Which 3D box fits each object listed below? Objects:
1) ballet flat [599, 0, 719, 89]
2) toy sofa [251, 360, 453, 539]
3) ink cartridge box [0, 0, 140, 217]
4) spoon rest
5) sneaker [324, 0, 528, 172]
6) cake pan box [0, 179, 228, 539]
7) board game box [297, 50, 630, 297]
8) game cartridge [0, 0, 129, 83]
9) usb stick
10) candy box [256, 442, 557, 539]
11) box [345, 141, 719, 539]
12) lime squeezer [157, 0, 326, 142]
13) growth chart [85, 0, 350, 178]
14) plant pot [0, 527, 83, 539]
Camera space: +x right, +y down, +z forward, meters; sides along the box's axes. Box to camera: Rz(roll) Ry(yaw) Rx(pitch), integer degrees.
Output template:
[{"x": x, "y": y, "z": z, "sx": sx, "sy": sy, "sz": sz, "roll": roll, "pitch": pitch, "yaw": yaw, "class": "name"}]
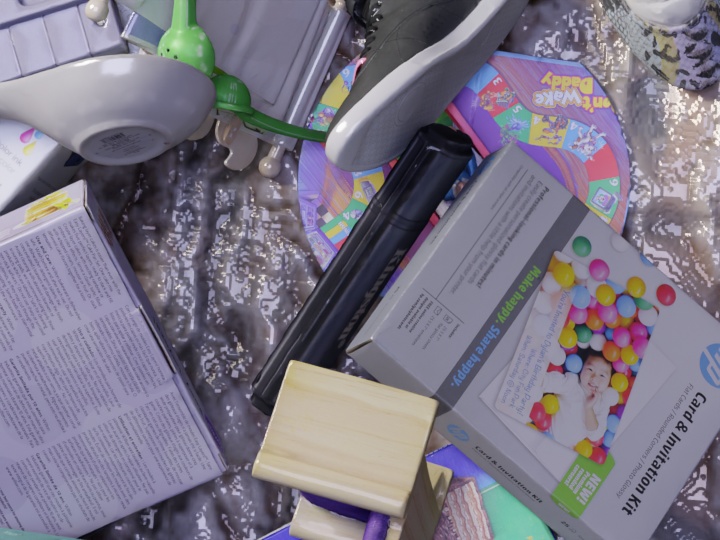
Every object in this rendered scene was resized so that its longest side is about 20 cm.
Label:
[{"x": 0.163, "y": -0.201, "z": 1.601, "sx": 0.072, "sy": 0.072, "sz": 0.200, "roll": -23, "pitch": 85, "yaw": 2, "class": "ballet flat"}, {"x": -0.005, "y": 0.123, "z": 1.449, "sx": 0.083, "sy": 0.200, "sz": 0.098, "roll": 17, "pitch": 77, "yaw": 9, "class": "toy sofa"}, {"x": -0.205, "y": -0.133, "z": 1.612, "sx": 0.145, "sy": 0.088, "sz": 0.200, "roll": 43, "pitch": 88, "yaw": 7, "class": "ink cartridge box"}, {"x": -0.175, "y": -0.082, "z": 1.518, "sx": 0.200, "sy": 0.099, "sz": 0.061, "roll": -18, "pitch": 66, "yaw": 19, "class": "spoon rest"}, {"x": 0.012, "y": -0.136, "z": 1.578, "sx": 0.099, "sy": 0.071, "sz": 0.200, "roll": 32, "pitch": 52, "yaw": 14, "class": "sneaker"}, {"x": -0.197, "y": 0.072, "z": 1.573, "sx": 0.184, "sy": 0.052, "sz": 0.200, "roll": -25, "pitch": 111, "yaw": 6, "class": "cake pan box"}, {"x": 0.061, "y": -0.058, "z": 1.609, "sx": 0.200, "sy": 0.039, "sz": 0.158, "roll": 9, "pitch": 86, "yaw": 4, "class": "board game box"}, {"x": -0.221, "y": -0.201, "z": 1.561, "sx": 0.130, "sy": 0.038, "sz": 0.200, "roll": -17, "pitch": 82, "yaw": -1, "class": "game cartridge"}, {"x": 0.000, "y": 0.000, "z": 1.579, "sx": 0.033, "sy": 0.055, "sz": 0.200, "roll": 37, "pitch": 105, "yaw": 11, "class": "usb stick"}, {"x": 0.028, "y": 0.206, "z": 1.573, "sx": 0.200, "sy": 0.077, "sz": 0.169, "roll": -27, "pitch": 82, "yaw": 2, "class": "candy box"}, {"x": 0.113, "y": 0.049, "z": 1.546, "sx": 0.200, "sy": 0.041, "sz": 0.156, "roll": 42, "pitch": 65, "yaw": -10, "class": "box"}, {"x": -0.081, "y": -0.120, "z": 1.548, "sx": 0.038, "sy": 0.200, "sz": 0.071, "roll": -2, "pitch": 48, "yaw": 30, "class": "lime squeezer"}, {"x": -0.078, "y": -0.148, "z": 1.571, "sx": 0.018, "sy": 0.200, "sz": 0.145, "roll": 22, "pitch": 78, "yaw": 43, "class": "growth chart"}, {"x": -0.186, "y": 0.255, "z": 1.536, "sx": 0.141, "sy": 0.141, "sz": 0.200, "roll": 9, "pitch": 96, "yaw": 4, "class": "plant pot"}]
